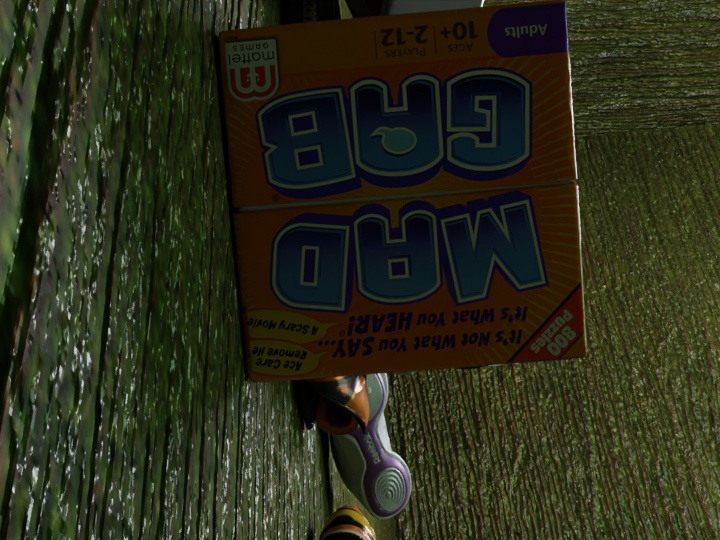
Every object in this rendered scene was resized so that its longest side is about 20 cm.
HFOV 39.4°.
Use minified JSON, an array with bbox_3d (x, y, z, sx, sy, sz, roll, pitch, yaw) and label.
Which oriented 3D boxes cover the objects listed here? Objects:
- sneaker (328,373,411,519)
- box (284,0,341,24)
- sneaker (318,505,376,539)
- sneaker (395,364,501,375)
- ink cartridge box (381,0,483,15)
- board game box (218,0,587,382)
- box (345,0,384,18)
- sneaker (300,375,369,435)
[{"bbox_3d":[-0.012,0.153,1.022,0.099,0.074,0.202,17,-56,61],"label":"sneaker"},{"bbox_3d":[-0.041,-0.198,0.993,0.159,0.050,0.202,83,3,-51],"label":"box"},{"bbox_3d":[0.002,0.298,0.856,0.090,0.069,0.203,-69,153,-76],"label":"sneaker"},{"bbox_3d":[0.076,0.054,0.871,0.200,0.112,0.077,10,79,-74],"label":"sneaker"},{"bbox_3d":[0.068,-0.264,0.993,0.200,0.082,0.149,-162,-91,-85],"label":"ink cartridge box"},{"bbox_3d":[0.029,-0.052,0.663,0.200,0.197,0.203,-58,143,-84],"label":"board game box"},{"bbox_3d":[-0.026,-0.356,0.997,0.201,0.021,0.164,60,22,-27],"label":"box"},{"bbox_3d":[-0.018,0.086,0.881,0.200,0.077,0.114,21,68,-73],"label":"sneaker"}]
